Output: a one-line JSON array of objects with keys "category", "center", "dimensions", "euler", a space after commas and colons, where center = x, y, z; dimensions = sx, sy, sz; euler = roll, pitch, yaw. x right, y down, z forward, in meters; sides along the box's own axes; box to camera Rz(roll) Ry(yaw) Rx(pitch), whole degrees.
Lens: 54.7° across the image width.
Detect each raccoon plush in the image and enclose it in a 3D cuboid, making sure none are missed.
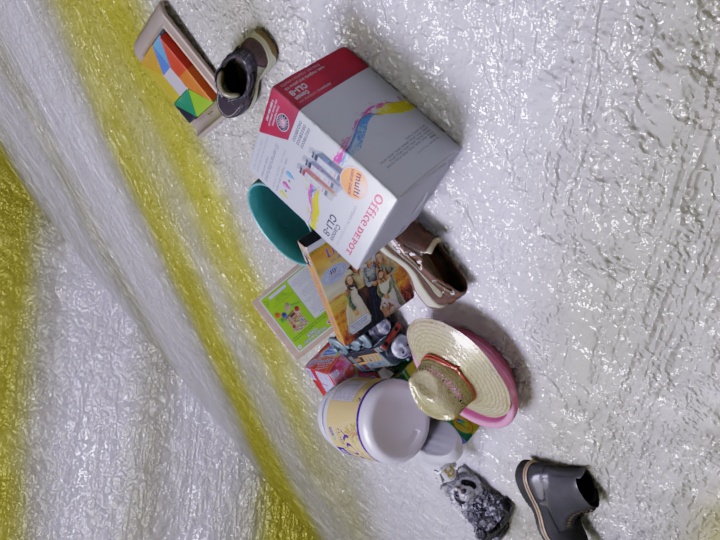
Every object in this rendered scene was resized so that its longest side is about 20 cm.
[{"category": "raccoon plush", "center": [0.231, 0.492, 1.432], "dimensions": [0.134, 0.096, 0.201], "euler": [40, 153, 31]}]

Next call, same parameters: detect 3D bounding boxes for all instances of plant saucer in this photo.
[{"category": "plant saucer", "center": [0.173, 0.163, 1.117], "dimensions": [0.199, 0.051, 0.202], "euler": [34, 150, 23]}]

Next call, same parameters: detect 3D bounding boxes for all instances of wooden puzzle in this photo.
[{"category": "wooden puzzle", "center": [-0.307, -0.328, 1.180], "dimensions": [0.201, 0.037, 0.184], "euler": [55, 152, -14]}]

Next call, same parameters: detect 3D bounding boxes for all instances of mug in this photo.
[{"category": "mug", "center": [-0.075, -0.104, 1.053], "dimensions": [0.153, 0.114, 0.184], "euler": [55, 151, -14]}]

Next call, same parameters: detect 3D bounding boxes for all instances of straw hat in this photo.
[{"category": "straw hat", "center": [0.124, 0.176, 1.056], "dimensions": [0.200, 0.085, 0.202], "euler": [35, 151, 23]}]

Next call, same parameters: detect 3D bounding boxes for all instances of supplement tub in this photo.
[{"category": "supplement tub", "center": [0.018, 0.272, 1.280], "dimensions": [0.146, 0.145, 0.199], "euler": [53, 152, -13]}]

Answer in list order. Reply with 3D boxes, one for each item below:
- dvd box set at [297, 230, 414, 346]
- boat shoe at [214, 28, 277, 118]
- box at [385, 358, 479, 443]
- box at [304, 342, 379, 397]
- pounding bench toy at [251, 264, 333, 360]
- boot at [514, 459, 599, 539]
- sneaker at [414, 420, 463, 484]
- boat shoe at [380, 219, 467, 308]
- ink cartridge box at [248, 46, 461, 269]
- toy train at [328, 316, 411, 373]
[{"category": "dvd box set", "center": [0.000, 0.000, 1.046], "dimensions": [0.029, 0.145, 0.202], "euler": [36, 153, 47]}, {"category": "boat shoe", "center": [-0.186, -0.282, 1.029], "dimensions": [0.073, 0.065, 0.200], "euler": [51, 150, -1]}, {"category": "box", "center": [0.119, 0.245, 1.308], "dimensions": [0.200, 0.048, 0.117], "euler": [47, 153, 5]}, {"category": "box", "center": [-0.015, 0.250, 1.455], "dimensions": [0.099, 0.095, 0.201], "euler": [5, 131, 53]}, {"category": "pounding bench toy", "center": [-0.068, 0.033, 1.231], "dimensions": [0.125, 0.199, 0.156], "euler": [51, -176, -4]}, {"category": "boot", "center": [0.356, 0.405, 1.151], "dimensions": [0.201, 0.077, 0.138], "euler": [53, 148, -13]}, {"category": "sneaker", "center": [0.151, 0.337, 1.269], "dimensions": [0.116, 0.074, 0.200], "euler": [50, 161, -12]}, {"category": "boat shoe", "center": [0.082, -0.037, 0.973], "dimensions": [0.074, 0.075, 0.203], "euler": [-17, 121, 49]}, {"category": "ink cartridge box", "center": [-0.010, -0.138, 0.859], "dimensions": [0.200, 0.144, 0.146], "euler": [42, 141, 9]}, {"category": "toy train", "center": [0.021, 0.129, 1.266], "dimensions": [0.114, 0.086, 0.200], "euler": [41, 155, -11]}]
